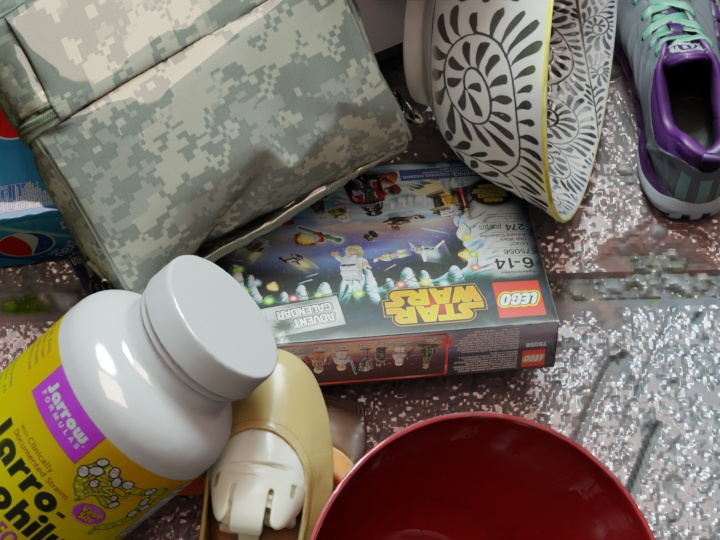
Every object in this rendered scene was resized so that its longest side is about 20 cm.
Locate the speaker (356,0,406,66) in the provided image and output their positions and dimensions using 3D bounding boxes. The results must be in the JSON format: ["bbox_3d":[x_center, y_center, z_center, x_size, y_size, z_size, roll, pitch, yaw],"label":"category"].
[{"bbox_3d":[-0.009,-0.155,1.141,0.199,0.081,0.082,-24,71,-11],"label":"speaker"}]

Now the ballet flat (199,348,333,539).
[{"bbox_3d":[-0.053,0.142,0.987,0.068,0.063,0.202,6,97,6],"label":"ballet flat"}]

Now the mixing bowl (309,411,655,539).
[{"bbox_3d":[0.047,0.179,0.982,0.198,0.108,0.202,5,75,-19],"label":"mixing bowl"}]

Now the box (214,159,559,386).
[{"bbox_3d":[0.000,0.000,1.071,0.198,0.040,0.138,-5,45,-6],"label":"box"}]

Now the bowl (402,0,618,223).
[{"bbox_3d":[0.079,-0.131,1.063,0.093,0.201,0.202,7,67,17],"label":"bowl"}]

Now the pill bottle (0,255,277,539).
[{"bbox_3d":[-0.135,0.080,0.967,0.200,0.104,0.105,-40,70,23],"label":"pill bottle"}]

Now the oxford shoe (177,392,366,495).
[{"bbox_3d":[-0.093,0.079,1.064,0.198,0.072,0.073,17,46,3],"label":"oxford shoe"}]

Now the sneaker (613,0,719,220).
[{"bbox_3d":[0.188,-0.136,1.134,0.074,0.088,0.202,-9,69,-5],"label":"sneaker"}]

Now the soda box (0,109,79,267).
[{"bbox_3d":[-0.199,-0.108,1.124,0.063,0.068,0.202,-7,69,-2],"label":"soda box"}]

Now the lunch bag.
[{"bbox_3d":[-0.087,-0.092,1.014,0.199,0.139,0.169,-30,91,-7],"label":"lunch bag"}]
